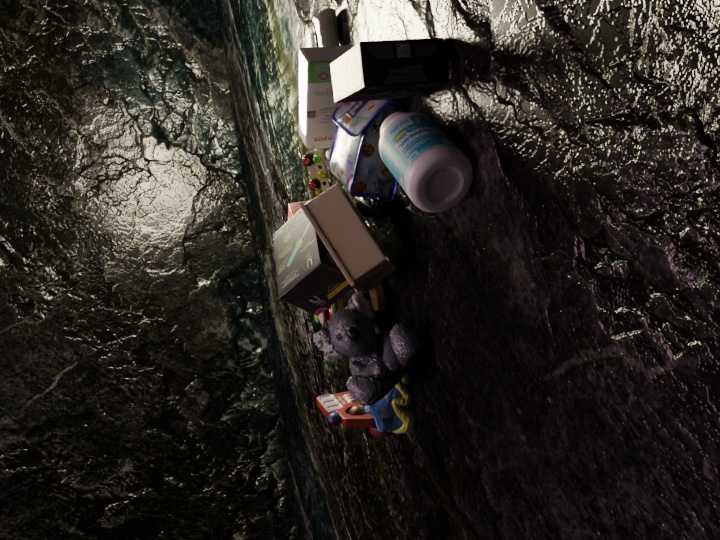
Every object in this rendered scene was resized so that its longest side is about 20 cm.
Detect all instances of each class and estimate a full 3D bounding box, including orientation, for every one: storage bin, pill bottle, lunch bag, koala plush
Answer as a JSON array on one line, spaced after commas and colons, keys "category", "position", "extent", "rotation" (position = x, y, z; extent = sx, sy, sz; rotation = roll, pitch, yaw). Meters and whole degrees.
[{"category": "storage bin", "position": [-0.020, -0.065, 1.408], "extent": [0.200, 0.094, 0.199], "rotation": [56, -177, 10]}, {"category": "pill bottle", "position": [0.098, -0.192, 1.114], "extent": [0.200, 0.110, 0.111], "rotation": [-120, 26, -47]}, {"category": "lunch bag", "position": [0.013, -0.266, 1.349], "extent": [0.170, 0.123, 0.201], "rotation": [-126, 45, -55]}, {"category": "koala plush", "position": [0.007, 0.160, 1.409], "extent": [0.200, 0.178, 0.184], "rotation": [40, 177, 14]}]

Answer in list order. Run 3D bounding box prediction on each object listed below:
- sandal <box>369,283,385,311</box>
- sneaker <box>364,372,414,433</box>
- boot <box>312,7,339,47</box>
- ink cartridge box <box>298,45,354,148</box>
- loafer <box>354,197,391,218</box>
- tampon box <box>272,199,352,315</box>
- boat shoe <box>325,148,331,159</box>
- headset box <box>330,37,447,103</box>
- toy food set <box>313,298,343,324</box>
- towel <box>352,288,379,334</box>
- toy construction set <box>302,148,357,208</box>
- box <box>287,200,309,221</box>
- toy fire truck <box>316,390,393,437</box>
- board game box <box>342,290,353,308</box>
[{"category": "sandal", "position": [0.001, -0.002, 1.599], "extent": [0.078, 0.069, 0.213], "rotation": [123, 136, -65]}, {"category": "sneaker", "position": [0.057, 0.272, 1.500], "extent": [0.076, 0.105, 0.201], "rotation": [144, 115, -71]}, {"category": "boot", "position": [-0.089, -0.508, 1.630], "extent": [0.182, 0.072, 0.201], "rotation": [-24, 82, 58]}, {"category": "ink cartridge box", "position": [-0.059, -0.382, 1.469], "extent": [0.084, 0.145, 0.201], "rotation": [-117, 25, -46]}, {"category": "loafer", "position": [0.026, -0.148, 1.460], "extent": [0.201, 0.068, 0.071], "rotation": [-123, 20, -63]}, {"category": "tampon box", "position": [-0.107, -0.028, 1.555], "extent": [0.150, 0.126, 0.201], "rotation": [-38, 44, 29]}, {"category": "boat shoe", "position": [-0.090, -0.291, 1.745], "extent": [0.200, 0.072, 0.062], "rotation": [169, 89, -76]}, {"category": "headset box", "position": [0.040, -0.344, 1.161], "extent": [0.200, 0.148, 0.078], "rotation": [-166, 69, -71]}, {"category": "toy food set", "position": [-0.093, 0.060, 1.736], "extent": [0.200, 0.048, 0.199], "rotation": [172, 86, -72]}, {"category": "towel", "position": [0.021, 0.110, 1.569], "extent": [0.144, 0.023, 0.201], "rotation": [-120, 8, -54]}, {"category": "toy construction set", "position": [-0.063, -0.244, 1.607], "extent": [0.092, 0.131, 0.201], "rotation": [-18, -78, -65]}, {"category": "box", "position": [-0.150, -0.106, 1.996], "extent": [0.103, 0.094, 0.200], "rotation": [99, 155, -48]}, {"category": "toy fire truck", "position": [-0.009, 0.343, 1.645], "extent": [0.200, 0.167, 0.113], "rotation": [-150, 52, -69]}, {"category": "board game box", "position": [-0.066, -0.013, 1.730], "extent": [0.135, 0.029, 0.201], "rotation": [117, 138, -65]}]
